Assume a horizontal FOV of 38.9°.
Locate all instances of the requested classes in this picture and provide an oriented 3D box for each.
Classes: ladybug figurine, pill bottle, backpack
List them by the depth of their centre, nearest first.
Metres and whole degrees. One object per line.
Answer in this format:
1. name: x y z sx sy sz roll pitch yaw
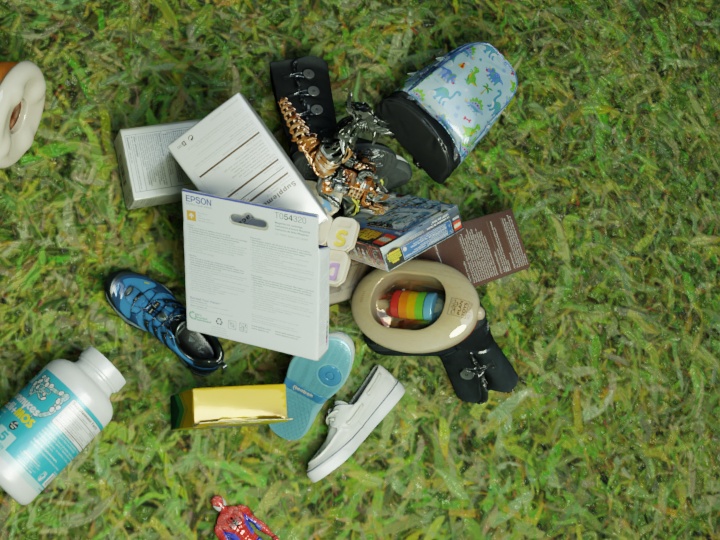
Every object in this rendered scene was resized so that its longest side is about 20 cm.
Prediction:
1. pill bottle: -0.397 0.192 1.310 0.111 0.111 0.200 46 68 -8
2. ladybug figurine: 0.083 0.056 1.431 0.072 0.198 0.137 44 59 -56
3. backpack: 0.151 -0.266 1.593 0.164 0.154 0.200 49 55 0

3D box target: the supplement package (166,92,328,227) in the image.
1. supplement package: -0.147 -0.121 1.362 0.119 0.121 0.201 -36 100 1

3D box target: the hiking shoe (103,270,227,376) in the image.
1. hiking shoe: -0.261 0.064 1.396 0.199 0.087 0.075 38 70 -11

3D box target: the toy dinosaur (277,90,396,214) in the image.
1. toy dinosaur: -0.025 -0.161 1.380 0.199 0.102 0.136 33 105 -36

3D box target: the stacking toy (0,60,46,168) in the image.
1. stacking toy: -0.529 -0.233 1.339 0.198 0.146 0.148 21 74 1

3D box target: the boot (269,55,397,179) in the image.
1. boot: -0.043 -0.228 1.504 0.163 0.066 0.202 1 51 -22

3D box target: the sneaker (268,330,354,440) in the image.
1. sneaker: -0.057 0.130 1.415 0.079 0.201 0.131 34 34 -4

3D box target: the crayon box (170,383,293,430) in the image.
1. crayon box: -0.173 0.181 1.349 0.125 0.200 0.052 0 81 -21

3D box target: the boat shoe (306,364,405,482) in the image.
1. boat shoe: -0.017 0.217 1.473 0.066 0.072 0.200 47 68 -3

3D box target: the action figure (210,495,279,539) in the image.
1. action figure: -0.141 0.390 1.410 0.065 0.052 0.201 -40 94 -18

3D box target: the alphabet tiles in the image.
1. alphabet tiles: -0.100 -0.039 1.443 0.198 0.015 0.198 9 75 25

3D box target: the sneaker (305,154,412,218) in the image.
1. sneaker: -0.011 -0.116 1.518 0.197 0.075 0.085 -13 53 -14

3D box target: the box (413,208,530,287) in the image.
1. box: 0.163 -0.022 1.549 0.199 0.075 0.101 -16 87 -45

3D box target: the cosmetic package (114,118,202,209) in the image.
1. cosmetic package: -0.240 -0.156 1.449 0.197 0.071 0.107 -10 86 -22

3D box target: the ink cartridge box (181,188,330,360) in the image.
1. ink cartridge box: -0.132 0.000 1.294 0.043 0.194 0.203 -42 140 -58

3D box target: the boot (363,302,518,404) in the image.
1. boot: 0.122 0.134 1.526 0.077 0.198 0.169 -75 145 -50

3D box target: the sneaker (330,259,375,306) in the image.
1. sneaker: 0.000 0.000 1.516 0.198 0.070 0.076 -16 86 -23

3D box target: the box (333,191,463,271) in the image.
1. box: 0.037 -0.061 1.472 0.136 0.199 0.040 -28 113 -22
